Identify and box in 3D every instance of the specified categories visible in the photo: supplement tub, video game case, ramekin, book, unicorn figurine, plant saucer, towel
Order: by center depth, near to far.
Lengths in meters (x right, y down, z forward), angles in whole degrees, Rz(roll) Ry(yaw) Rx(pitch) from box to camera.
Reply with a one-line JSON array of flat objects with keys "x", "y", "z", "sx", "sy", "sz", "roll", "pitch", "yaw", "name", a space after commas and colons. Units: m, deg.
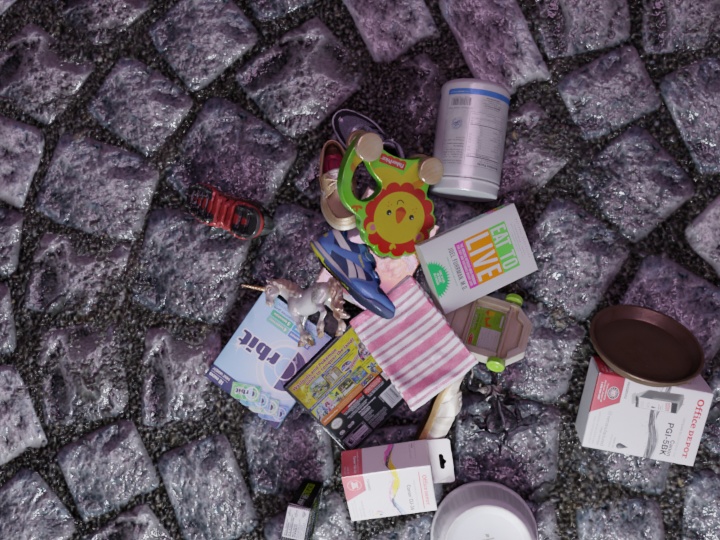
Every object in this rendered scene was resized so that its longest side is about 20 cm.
[{"x": 0.090, "y": 0.125, "z": 1.345, "sx": 0.146, "sy": 0.030, "sz": 0.200, "roll": -38, "pitch": 71, "yaw": 2, "name": "towel"}, {"x": 0.500, "y": 0.135, "z": 1.353, "sx": 0.198, "sy": 0.201, "sz": 0.030, "roll": 11, "pitch": 128, "yaw": 4, "name": "plant saucer"}, {"x": 0.225, "y": 0.488, "z": 1.378, "sx": 0.201, "sy": 0.094, "sz": 0.204, "roll": 0, "pitch": 86, "yaw": 4, "name": "ramekin"}, {"x": 0.207, "y": -0.024, "z": 1.383, "sx": 0.199, "sy": 0.048, "sz": 0.134, "roll": -25, "pitch": 103, "yaw": -15, "name": "book"}, {"x": -0.101, "y": 0.065, "z": 1.383, "sx": 0.199, "sy": 0.074, "sz": 0.138, "roll": -19, "pitch": 77, "yaw": 24, "name": "unicorn figurine"}, {"x": 0.198, "y": -0.235, "z": 1.400, "sx": 0.131, "sy": 0.132, "sz": 0.202, "roll": 7, "pitch": 88, "yaw": 4, "name": "supplement tub"}, {"x": -0.010, "y": 0.208, "z": 1.419, "sx": 0.200, "sy": 0.026, "sz": 0.181, "roll": -44, "pitch": 100, "yaw": -1, "name": "video game case"}]

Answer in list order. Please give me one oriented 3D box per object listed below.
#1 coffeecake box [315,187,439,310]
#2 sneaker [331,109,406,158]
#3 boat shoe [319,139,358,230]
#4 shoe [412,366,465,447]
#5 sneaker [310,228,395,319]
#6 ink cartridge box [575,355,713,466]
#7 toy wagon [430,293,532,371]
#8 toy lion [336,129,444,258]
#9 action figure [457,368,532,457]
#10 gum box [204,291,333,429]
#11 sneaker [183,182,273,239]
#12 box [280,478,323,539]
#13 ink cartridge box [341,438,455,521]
[{"x": 0.032, "y": -0.027, "z": 1.429, "sx": 0.153, "sy": 0.073, "sz": 0.201, "roll": 29, "pitch": 90, "yaw": 4, "name": "coffeecake box"}, {"x": 0.024, "y": -0.234, "z": 1.420, "sx": 0.200, "sy": 0.114, "sz": 0.076, "roll": 44, "pitch": 90, "yaw": 5, "name": "sneaker"}, {"x": -0.044, "y": -0.159, "z": 1.393, "sx": 0.073, "sy": 0.069, "sz": 0.201, "roll": -12, "pitch": 49, "yaw": -4, "name": "boat shoe"}, {"x": 0.154, "y": 0.249, "z": 1.389, "sx": 0.053, "sy": 0.070, "sz": 0.201, "roll": 23, "pitch": 117, "yaw": 3, "name": "shoe"}, {"x": 0.000, "y": 0.000, "z": 1.348, "sx": 0.082, "sy": 0.074, "sz": 0.200, "roll": -40, "pitch": 76, "yaw": -11, "name": "sneaker"}, {"x": 0.499, "y": 0.248, "z": 1.360, "sx": 0.198, "sy": 0.083, "sz": 0.148, "roll": 9, "pitch": 106, "yaw": 4, "name": "ink cartridge box"}, {"x": 0.207, "y": 0.097, "z": 1.394, "sx": 0.199, "sy": 0.040, "sz": 0.156, "roll": 16, "pitch": 54, "yaw": 13, "name": "toy wagon"}, {"x": 0.047, "y": -0.123, "z": 1.332, "sx": 0.199, "sy": 0.069, "sz": 0.193, "roll": 18, "pitch": 97, "yaw": -24, "name": "toy lion"}, {"x": 0.236, "y": 0.242, "z": 1.386, "sx": 0.118, "sy": 0.102, "sz": 0.201, "roll": -8, "pitch": 66, "yaw": -5, "name": "action figure"}, {"x": -0.166, "y": 0.165, "z": 1.446, "sx": 0.169, "sy": 0.045, "sz": 0.201, "roll": 35, "pitch": 89, "yaw": 5, "name": "gum box"}, {"x": -0.245, "y": -0.112, "z": 1.455, "sx": 0.199, "sy": 0.098, "sz": 0.071, "roll": 24, "pitch": 102, "yaw": 28, "name": "sneaker"}, {"x": -0.114, "y": 0.488, "z": 1.352, "sx": 0.047, "sy": 0.193, "sz": 0.202, "roll": 12, "pitch": 89, "yaw": 2, "name": "box"}, {"x": 0.072, "y": 0.376, "z": 1.383, "sx": 0.198, "sy": 0.068, "sz": 0.117, "roll": -9, "pitch": 121, "yaw": 3, "name": "ink cartridge box"}]
